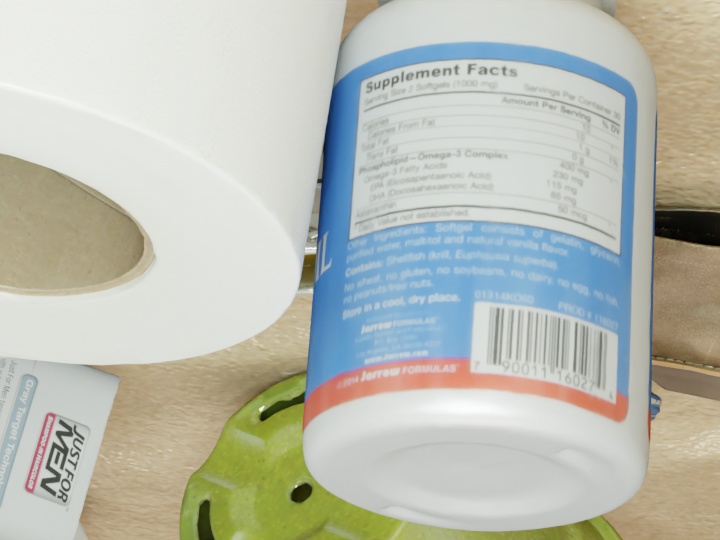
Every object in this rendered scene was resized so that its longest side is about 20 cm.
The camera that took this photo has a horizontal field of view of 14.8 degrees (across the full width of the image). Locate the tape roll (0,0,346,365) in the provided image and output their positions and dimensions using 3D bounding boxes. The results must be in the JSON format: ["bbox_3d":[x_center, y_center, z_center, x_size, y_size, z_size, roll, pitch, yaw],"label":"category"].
[{"bbox_3d":[-0.108,-0.073,0.890,0.202,0.139,0.203,8,154,4],"label":"tape roll"}]

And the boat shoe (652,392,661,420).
[{"bbox_3d":[0.057,0.074,1.236,0.200,0.072,0.072,5,-168,-46],"label":"boat shoe"}]

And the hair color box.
[{"bbox_3d":[-0.220,0.066,1.256,0.200,0.099,0.061,21,153,-14],"label":"hair color box"}]

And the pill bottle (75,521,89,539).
[{"bbox_3d":[-0.251,0.187,1.556,0.200,0.111,0.111,-16,149,39],"label":"pill bottle"}]

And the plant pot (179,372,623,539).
[{"bbox_3d":[0.013,0.149,1.361,0.200,0.201,0.184,-10,141,29],"label":"plant pot"}]

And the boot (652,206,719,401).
[{"bbox_3d":[0.091,0.003,1.164,0.200,0.074,0.076,4,127,12],"label":"boot"}]

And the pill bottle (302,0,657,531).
[{"bbox_3d":[0.042,-0.024,0.913,0.112,0.200,0.112,4,156,2],"label":"pill bottle"}]

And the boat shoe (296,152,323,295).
[{"bbox_3d":[-0.001,-0.002,1.102,0.202,0.086,0.075,0,156,-6],"label":"boat shoe"}]

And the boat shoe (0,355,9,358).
[{"bbox_3d":[-0.185,0.004,1.009,0.200,0.070,0.066,0,163,7],"label":"boat shoe"}]
